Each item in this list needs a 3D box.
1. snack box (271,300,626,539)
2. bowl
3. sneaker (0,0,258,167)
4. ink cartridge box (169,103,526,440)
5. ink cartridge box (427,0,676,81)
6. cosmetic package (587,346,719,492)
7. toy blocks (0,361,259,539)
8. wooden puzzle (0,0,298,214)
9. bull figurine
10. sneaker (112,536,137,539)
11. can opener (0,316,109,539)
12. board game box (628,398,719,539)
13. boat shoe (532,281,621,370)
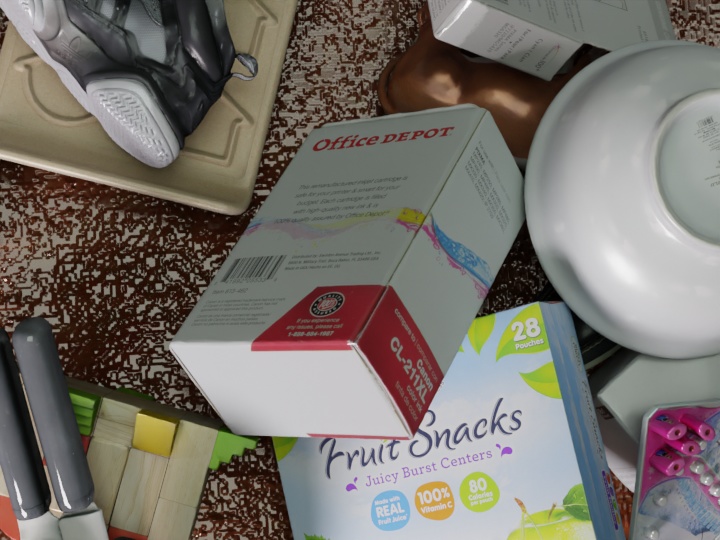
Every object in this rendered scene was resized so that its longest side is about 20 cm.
[{"bbox_3d":[0.050,0.123,0.976,0.198,0.068,0.171,-15,83,23],"label":"snack box"},{"bbox_3d":[0.205,-0.052,0.941,0.199,0.090,0.203,1,82,-10],"label":"bowl"},{"bbox_3d":[-0.155,-0.171,1.000,0.114,0.075,0.200,-41,91,-14],"label":"sneaker"},{"bbox_3d":[0.000,0.000,0.955,0.083,0.145,0.201,57,47,-32],"label":"ink cartridge box"},{"bbox_3d":[0.119,-0.214,1.049,0.175,0.045,0.202,15,49,-27],"label":"ink cartridge box"},{"bbox_3d":[0.236,0.052,1.031,0.200,0.107,0.090,-44,88,-9],"label":"cosmetic package"},{"bbox_3d":[-0.178,0.143,0.989,0.198,0.100,0.138,16,90,-1],"label":"toy blocks"},{"bbox_3d":[-0.144,-0.147,1.056,0.183,0.046,0.202,14,76,-4],"label":"wooden puzzle"},{"bbox_3d":[0.113,-0.117,1.066,0.198,0.065,0.122,21,76,-5],"label":"bull figurine"},{"bbox_3d":[-0.109,0.253,0.946,0.108,0.067,0.202,-47,125,-6],"label":"sneaker"},{"bbox_3d":[-0.185,0.131,0.914,0.053,0.067,0.202,-11,104,4],"label":"can opener"},{"bbox_3d":[0.258,0.178,0.989,0.198,0.026,0.202,-2,105,-23],"label":"board game box"},{"bbox_3d":[0.177,-0.007,1.046,0.200,0.068,0.072,-40,63,-9],"label":"boat shoe"}]
